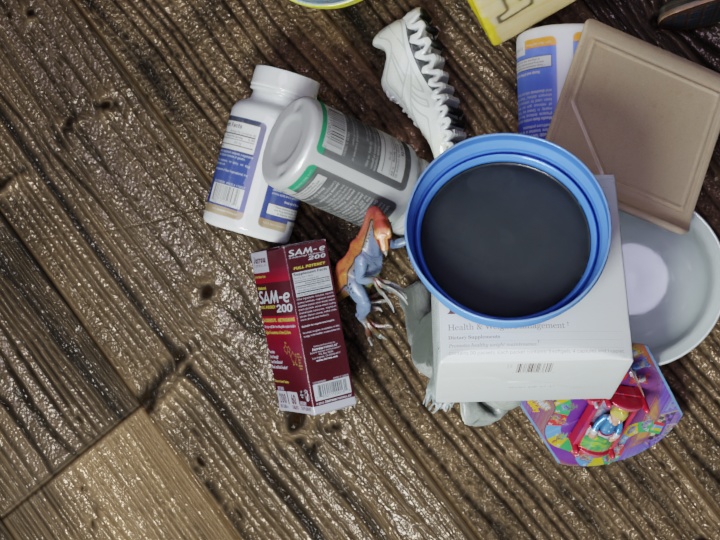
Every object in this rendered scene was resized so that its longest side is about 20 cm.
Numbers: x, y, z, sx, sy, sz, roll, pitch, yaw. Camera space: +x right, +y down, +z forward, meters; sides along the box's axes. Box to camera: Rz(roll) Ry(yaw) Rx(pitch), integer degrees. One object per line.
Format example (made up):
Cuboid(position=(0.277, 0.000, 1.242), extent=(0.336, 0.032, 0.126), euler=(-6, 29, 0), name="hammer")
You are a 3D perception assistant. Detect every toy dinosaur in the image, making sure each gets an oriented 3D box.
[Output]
Cuboid(position=(0.000, 0.000, 1.333), extent=(0.199, 0.105, 0.182), euler=(-3, 134, 14), name="toy dinosaur")

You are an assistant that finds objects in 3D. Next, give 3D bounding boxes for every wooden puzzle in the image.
Cuboid(position=(0.302, -0.158, 1.269), extent=(0.184, 0.037, 0.201), euler=(21, 77, -7), name="wooden puzzle")

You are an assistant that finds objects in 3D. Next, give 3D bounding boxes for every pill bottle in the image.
Cuboid(position=(0.239, -0.177, 1.336), extent=(0.111, 0.112, 0.201), euler=(-1, 90, 10), name="pill bottle")
Cuboid(position=(-0.004, -0.114, 1.335), extent=(0.199, 0.113, 0.114), euler=(23, 95, -30), name="pill bottle")
Cuboid(position=(-0.114, -0.142, 1.399), extent=(0.110, 0.111, 0.201), euler=(16, 93, 10), name="pill bottle")

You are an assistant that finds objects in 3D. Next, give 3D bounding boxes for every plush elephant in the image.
Cuboid(position=(0.145, 0.097, 1.340), extent=(0.165, 0.154, 0.201), euler=(-35, 38, 42), name="plush elephant")

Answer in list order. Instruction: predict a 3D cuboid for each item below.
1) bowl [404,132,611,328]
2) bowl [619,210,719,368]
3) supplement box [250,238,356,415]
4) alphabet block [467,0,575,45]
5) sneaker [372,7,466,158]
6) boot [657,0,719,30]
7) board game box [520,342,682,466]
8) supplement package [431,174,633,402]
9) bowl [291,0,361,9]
Cuboid(position=(0.142, -0.037, 1.120), extent=(0.199, 0.039, 0.202), euler=(-1, 67, 2), name="bowl")
Cuboid(position=(0.317, 0.011, 1.332), extent=(0.200, 0.090, 0.202), euler=(0, 89, 10), name="bowl")
Cuboid(position=(-0.070, 0.068, 1.381), extent=(0.061, 0.109, 0.201), euler=(-11, 92, -27), name="supplement box")
Cuboid(position=(0.177, -0.409, 1.281), extent=(0.199, 0.196, 0.196), euler=(-29, 61, 9), name="alphabet block")
Cuboid(position=(0.073, -0.212, 1.391), extent=(0.081, 0.075, 0.201), euler=(-19, 79, 18), name="sneaker")
Cuboid(position=(0.426, -0.351, 1.331), extent=(0.199, 0.075, 0.097), euler=(-20, 75, 2), name="boot")
Cuboid(position=(0.278, 0.169, 1.302), extent=(0.157, 0.039, 0.200), euler=(-26, 127, 13), name="board game box")
Cuboid(position=(0.169, 0.021, 1.196), extent=(0.190, 0.147, 0.201), euler=(-1, 68, 1), name="supplement package")
Cuboid(position=(-0.028, -0.406, 1.384), extent=(0.199, 0.108, 0.201), euler=(0, 90, 13), name="bowl")
